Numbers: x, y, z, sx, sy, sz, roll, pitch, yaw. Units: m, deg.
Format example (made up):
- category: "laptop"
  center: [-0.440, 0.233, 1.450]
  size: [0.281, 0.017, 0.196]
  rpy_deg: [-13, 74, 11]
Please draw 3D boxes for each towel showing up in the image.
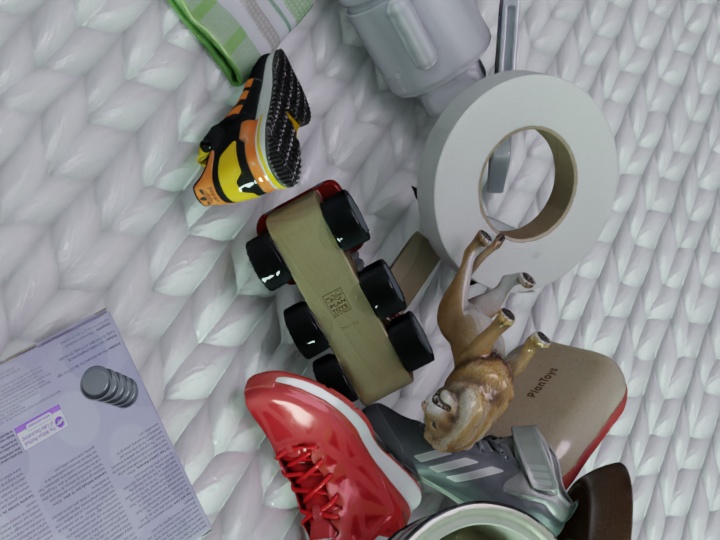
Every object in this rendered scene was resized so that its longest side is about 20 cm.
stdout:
- category: "towel"
  center: [-0.103, -0.278, 1.241]
  size: [0.149, 0.031, 0.201]
  rpy_deg: [50, 47, -19]

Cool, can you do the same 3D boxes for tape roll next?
- category: "tape roll"
  center: [0.146, -0.081, 1.260]
  size: [0.201, 0.037, 0.205]
  rpy_deg: [-8, 108, -24]

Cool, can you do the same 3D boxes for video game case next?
- category: "video game case"
  center: [0.143, -0.192, 1.364]
  size: [0.143, 0.018, 0.203]
  rpy_deg: [72, 23, -79]

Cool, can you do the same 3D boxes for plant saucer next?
- category: "plant saucer"
  center: [0.188, 0.261, 1.187]
  size: [0.034, 0.201, 0.202]
  rpy_deg: [14, 59, -1]

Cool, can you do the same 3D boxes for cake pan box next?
- category: "cake pan box"
  center: [-0.216, 0.149, 0.951]
  size: [0.199, 0.052, 0.186]
  rpy_deg: [-32, 96, -47]

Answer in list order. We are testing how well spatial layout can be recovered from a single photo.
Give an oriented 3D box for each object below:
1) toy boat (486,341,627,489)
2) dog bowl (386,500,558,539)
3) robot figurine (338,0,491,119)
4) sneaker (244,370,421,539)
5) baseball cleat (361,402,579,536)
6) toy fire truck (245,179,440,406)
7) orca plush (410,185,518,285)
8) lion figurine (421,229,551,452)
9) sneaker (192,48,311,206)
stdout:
- category: "toy boat"
  center: [0.170, 0.165, 1.303]
  size: [0.200, 0.129, 0.132]
  rpy_deg: [-40, 133, -45]
- category: "dog bowl"
  center: [0.076, 0.278, 1.057]
  size: [0.198, 0.074, 0.203]
  rpy_deg: [3, 84, -26]
- category: "robot figurine"
  center: [0.050, -0.247, 1.315]
  size: [0.201, 0.112, 0.170]
  rpy_deg: [58, 11, -19]
- category: "sneaker"
  center: [-0.030, 0.177, 1.109]
  size: [0.200, 0.078, 0.116]
  rpy_deg: [42, 48, -25]
- category: "baseball cleat"
  center: [0.098, 0.158, 1.189]
  size: [0.199, 0.107, 0.070]
  rpy_deg: [37, 9, 1]
- category: "toy fire truck"
  center: [0.000, 0.000, 1.195]
  size: [0.177, 0.128, 0.200]
  rpy_deg: [61, 7, -11]
- category: "orca plush"
  center: [0.120, -0.015, 1.338]
  size: [0.199, 0.105, 0.072]
  rpy_deg: [17, 98, -52]
- category: "lion figurine"
  center: [0.098, 0.060, 1.180]
  size: [0.072, 0.123, 0.201]
  rpy_deg: [29, 30, -16]
- category: "sneaker"
  center: [-0.098, -0.122, 1.160]
  size: [0.201, 0.089, 0.070]
  rpy_deg: [-88, 154, -57]
